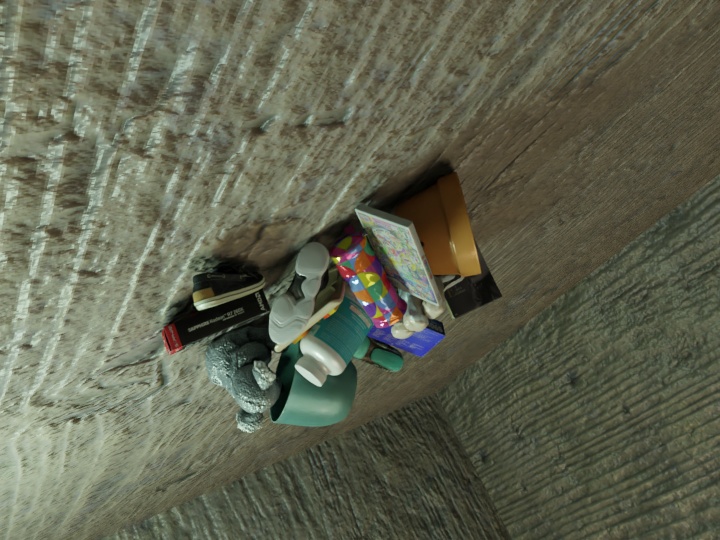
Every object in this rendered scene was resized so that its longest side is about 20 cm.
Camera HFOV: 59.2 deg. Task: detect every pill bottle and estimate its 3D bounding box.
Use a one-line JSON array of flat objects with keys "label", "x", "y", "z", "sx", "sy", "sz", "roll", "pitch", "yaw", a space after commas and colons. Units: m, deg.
[{"label": "pill bottle", "x": -0.053, "y": 0.137, "z": 1.318, "sx": 0.202, "sy": 0.109, "sz": 0.111, "roll": -54, "pitch": 170, "yaw": -22}]

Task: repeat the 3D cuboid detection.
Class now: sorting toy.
[{"label": "sorting toy", "x": -0.091, "y": 0.070, "z": 1.316, "sx": 0.184, "sy": 0.036, "sz": 0.201, "roll": -39, "pitch": -163, "yaw": 24}]

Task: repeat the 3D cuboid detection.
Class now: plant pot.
[{"label": "plant pot", "x": -0.100, "y": 0.256, "z": 1.432, "sx": 0.157, "sy": 0.205, "sz": 0.201, "roll": 16, "pitch": 142, "yaw": -17}, {"label": "plant pot", "x": 0.149, "y": -0.077, "z": 1.252, "sx": 0.136, "sy": 0.205, "sz": 0.200, "roll": -14, "pitch": 163, "yaw": 10}]

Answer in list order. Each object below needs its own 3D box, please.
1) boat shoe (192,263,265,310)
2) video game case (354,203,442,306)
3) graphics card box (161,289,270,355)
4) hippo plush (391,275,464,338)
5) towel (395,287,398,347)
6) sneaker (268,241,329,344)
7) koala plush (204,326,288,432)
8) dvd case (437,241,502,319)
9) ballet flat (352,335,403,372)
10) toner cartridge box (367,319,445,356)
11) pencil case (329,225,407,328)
[{"label": "boat shoe", "x": -0.228, "y": 0.020, "z": 1.111, "sx": 0.073, "sy": 0.064, "sz": 0.199, "roll": -18, "pitch": -179, "yaw": 22}, {"label": "video game case", "x": 0.073, "y": -0.028, "z": 1.188, "sx": 0.018, "sy": 0.142, "sz": 0.202, "roll": -44, "pitch": 132, "yaw": -21}, {"label": "graphics card box", "x": -0.275, "y": 0.098, "z": 1.201, "sx": 0.196, "sy": 0.052, "sz": 0.125, "roll": -21, "pitch": 177, "yaw": -21}, {"label": "hippo plush", "x": 0.103, "y": 0.025, "z": 1.346, "sx": 0.200, "sy": 0.161, "sz": 0.159, "roll": -43, "pitch": -173, "yaw": -4}, {"label": "towel", "x": 0.104, "y": 0.118, "z": 1.528, "sx": 0.129, "sy": 0.035, "sz": 0.203, "roll": 5, "pitch": 135, "yaw": -12}, {"label": "sneaker", "x": -0.110, "y": 0.048, "z": 1.231, "sx": 0.114, "sy": 0.074, "sz": 0.204, "roll": 51, "pitch": 63, "yaw": -83}, {"label": "koala plush", "x": -0.235, "y": 0.235, "z": 1.363, "sx": 0.180, "sy": 0.201, "sz": 0.181, "roll": 13, "pitch": 111, "yaw": -29}, {"label": "dvd case", "x": 0.236, "y": -0.003, "z": 1.508, "sx": 0.146, "sy": 0.204, "sz": 0.016, "roll": -20, "pitch": 167, "yaw": -23}, {"label": "ballet flat", "x": 0.012, "y": 0.182, "z": 1.503, "sx": 0.198, "sy": 0.075, "sz": 0.074, "roll": 32, "pitch": 128, "yaw": -21}, {"label": "toner cartridge box", "x": 0.096, "y": 0.133, "z": 1.486, "sx": 0.197, "sy": 0.044, "sz": 0.095, "roll": 24, "pitch": 127, "yaw": -29}, {"label": "pencil case", "x": 0.017, "y": 0.016, "z": 1.238, "sx": 0.087, "sy": 0.203, "sz": 0.089, "roll": -24, "pitch": -155, "yaw": 12}]
